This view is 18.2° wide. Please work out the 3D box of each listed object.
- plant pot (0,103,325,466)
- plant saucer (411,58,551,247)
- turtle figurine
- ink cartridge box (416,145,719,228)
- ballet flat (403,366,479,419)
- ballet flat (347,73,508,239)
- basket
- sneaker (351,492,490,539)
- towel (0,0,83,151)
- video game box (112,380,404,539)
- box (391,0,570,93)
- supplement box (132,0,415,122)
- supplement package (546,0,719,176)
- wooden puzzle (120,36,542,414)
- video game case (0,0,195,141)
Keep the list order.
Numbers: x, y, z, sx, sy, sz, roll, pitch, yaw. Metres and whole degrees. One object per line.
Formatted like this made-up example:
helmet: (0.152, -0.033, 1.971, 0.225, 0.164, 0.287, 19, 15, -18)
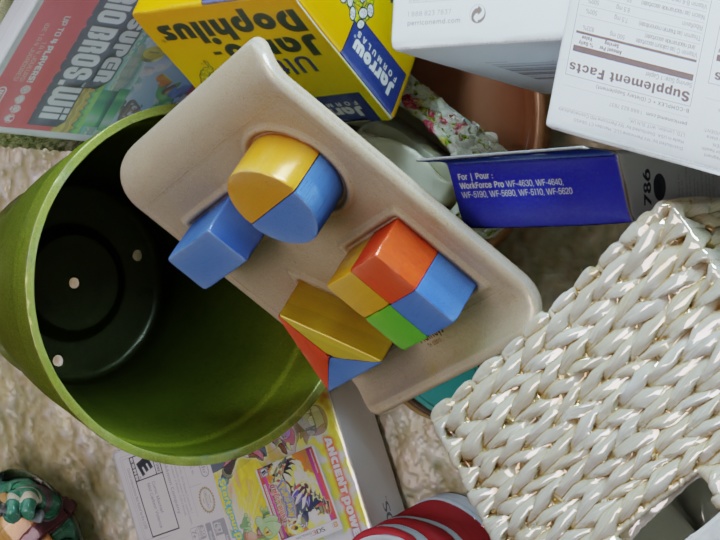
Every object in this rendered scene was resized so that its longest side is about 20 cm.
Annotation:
plant pot: (-0.137, 0.007, 1.326, 0.193, 0.200, 0.201, 1, 97, 61)
plant saucer: (0.028, -0.093, 1.293, 0.200, 0.037, 0.201, 4, 97, 35)
turtle figurine: (-0.222, 0.181, 1.468, 0.200, 0.101, 0.150, 42, 133, 8)
ink cartridge box: (0.122, -0.043, 1.129, 0.099, 0.200, 0.039, -1, 91, 37)
ballet flat: (0.000, 0.000, 1.257, 0.063, 0.069, 0.200, 12, 140, 59)
ballet flat: (0.007, -0.082, 1.248, 0.200, 0.064, 0.076, 32, 113, 30)
basket: (0.173, 0.079, 1.108, 0.198, 0.200, 0.161, -44, 68, 30)
sneaker: (0.080, 0.195, 1.240, 0.200, 0.112, 0.071, 30, 112, 30)
towel: (-0.157, -0.126, 1.323, 0.149, 0.200, 0.037, -54, 56, 28)
video game box: (-0.049, 0.178, 1.374, 0.182, 0.047, 0.201, -22, 83, 37)
box: (0.104, -0.200, 1.137, 0.106, 0.152, 0.201, 1, 87, 35)
supplement box: (-0.022, -0.187, 1.214, 0.109, 0.110, 0.201, -3, 55, 35)
supplement package: (0.211, -0.105, 1.057, 0.155, 0.200, 0.111, 19, 106, 33)
wooden puzzle: (-0.026, -0.009, 1.153, 0.200, 0.046, 0.185, 43, 149, -9)
video game case: (-0.122, -0.131, 1.297, 0.017, 0.200, 0.143, 53, 122, 31)
